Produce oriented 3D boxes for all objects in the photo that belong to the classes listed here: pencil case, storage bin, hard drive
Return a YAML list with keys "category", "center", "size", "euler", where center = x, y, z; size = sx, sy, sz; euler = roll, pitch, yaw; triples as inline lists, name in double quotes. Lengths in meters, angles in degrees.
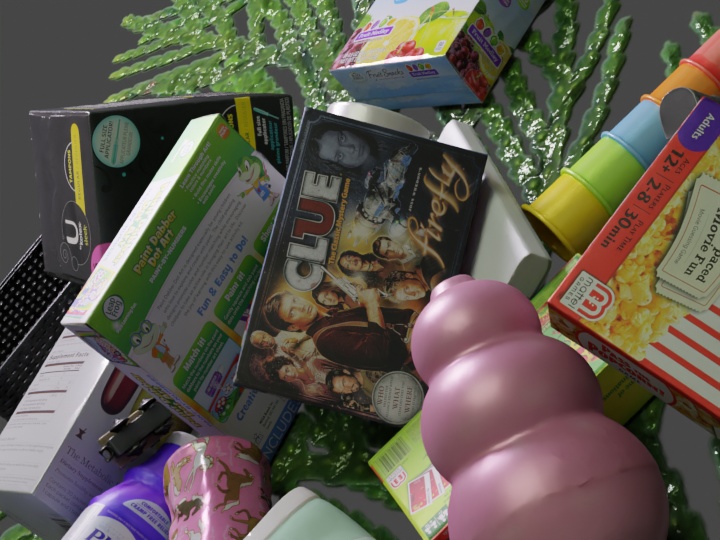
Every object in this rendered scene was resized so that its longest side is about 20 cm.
- category: "pencil case"
  center: [-0.102, 0.211, 0.965]
  size: [0.082, 0.087, 0.200]
  euler: [2, 38, -7]
- category: "storage bin"
  center: [-0.302, 0.054, 1.360]
  size: [0.200, 0.094, 0.135]
  euler: [-52, 32, -12]
- category: "hard drive"
  center: [0.072, -0.009, 1.017]
  size: [0.132, 0.027, 0.200]
  euler: [-62, 24, 25]

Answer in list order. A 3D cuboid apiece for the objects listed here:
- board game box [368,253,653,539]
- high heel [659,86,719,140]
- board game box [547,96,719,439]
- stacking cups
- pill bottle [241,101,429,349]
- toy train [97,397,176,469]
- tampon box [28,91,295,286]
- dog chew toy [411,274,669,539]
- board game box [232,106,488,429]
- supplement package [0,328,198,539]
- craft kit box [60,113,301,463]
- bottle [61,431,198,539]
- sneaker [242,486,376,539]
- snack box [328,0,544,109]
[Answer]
- category: "board game box"
  center: [0.106, 0.091, 0.892]
  size: [0.200, 0.048, 0.102]
  euler: [-45, 32, 1]
- category: "high heel"
  center: [0.249, -0.012, 0.854]
  size: [0.071, 0.142, 0.201]
  euler: [-13, 78, 45]
- category: "board game box"
  center: [0.225, 0.020, 0.738]
  size: [0.200, 0.046, 0.152]
  euler: [34, 79, 21]
- category: "stacking cups"
  center: [0.205, -0.090, 0.986]
  size: [0.200, 0.061, 0.060]
  euler: [-43, 32, -5]
- category: "pill bottle"
  center: [-0.012, -0.020, 1.040]
  size: [0.110, 0.110, 0.201]
  euler: [7, 79, 52]
- category: "toy train"
  center: [-0.132, 0.095, 1.115]
  size: [0.200, 0.034, 0.046]
  euler: [-36, -5, -30]
- category: "tampon box"
  center: [-0.170, -0.076, 1.218]
  size: [0.199, 0.151, 0.126]
  euler: [-12, 13, -35]
- category: "dog chew toy"
  center: [0.090, 0.094, 0.785]
  size: [0.124, 0.124, 0.201]
  euler: [-32, 67, 19]
- category: "board game box"
  center: [0.000, 0.000, 0.965]
  size: [0.035, 0.135, 0.201]
  euler: [123, 161, -83]
- category: "supplement package"
  center: [-0.212, 0.126, 1.155]
  size: [0.109, 0.114, 0.201]
  euler: [-6, 49, 47]
- category: "craft kit box"
  center: [-0.103, 0.018, 1.073]
  size: [0.048, 0.198, 0.201]
  euler: [-1, 52, 48]
- category: "bottle"
  center: [-0.180, 0.210, 1.049]
  size: [0.065, 0.084, 0.200]
  euler: [-36, 14, 52]
- category: "sneaker"
  center: [-0.045, 0.226, 0.834]
  size: [0.118, 0.074, 0.200]
  euler: [25, 50, 24]
- category: "snack box"
  center: [0.086, -0.245, 1.278]
  size: [0.168, 0.068, 0.200]
  euler: [3, 54, 51]
